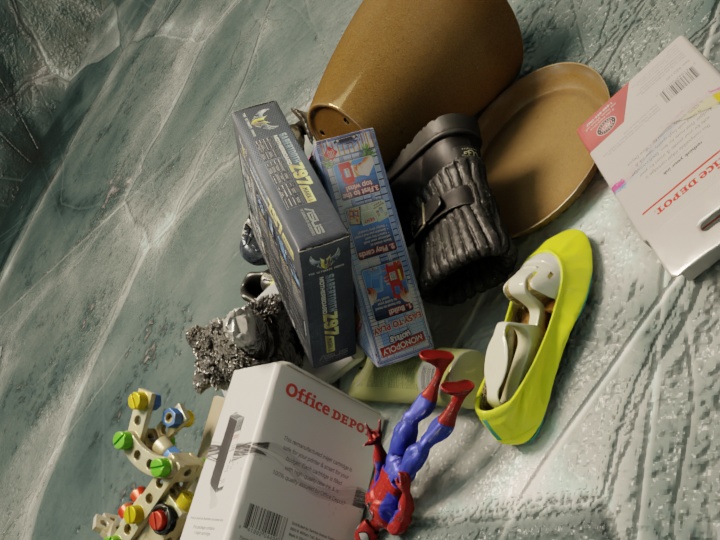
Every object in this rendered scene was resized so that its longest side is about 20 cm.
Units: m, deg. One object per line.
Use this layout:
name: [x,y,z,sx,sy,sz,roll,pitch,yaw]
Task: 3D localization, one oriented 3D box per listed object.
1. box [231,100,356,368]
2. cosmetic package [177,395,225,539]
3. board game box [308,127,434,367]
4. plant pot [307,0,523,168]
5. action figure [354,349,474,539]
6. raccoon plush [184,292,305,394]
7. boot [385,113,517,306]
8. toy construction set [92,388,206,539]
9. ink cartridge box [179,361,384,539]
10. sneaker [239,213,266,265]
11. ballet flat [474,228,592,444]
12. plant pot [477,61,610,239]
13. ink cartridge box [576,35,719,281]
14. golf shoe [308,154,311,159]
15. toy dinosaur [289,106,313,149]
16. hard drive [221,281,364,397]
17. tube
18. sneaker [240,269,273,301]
box: [-0.062,-0.036,0.802,0.050,0.159,0.201,-18,49,-13]
cosmetic package: [-0.129,0.242,0.895,0.103,0.072,0.203,0,71,53]
board game box: [0.000,0.000,0.835,0.200,0.061,0.203,121,132,-70]
plant pot: [0.039,-0.200,0.897,0.200,0.187,0.185,-48,27,-23]
action figure: [0.035,0.164,0.744,0.066,0.051,0.203,50,130,45]
raccoon plush: [-0.141,0.066,0.875,0.132,0.200,0.098,-9,64,12]
boot: [0.066,-0.031,0.840,0.211,0.078,0.160,127,137,-55]
toy construction set: [-0.226,0.235,0.887,0.131,0.091,0.202,43,118,30]
ink cartridge box: [-0.072,0.207,0.803,0.083,0.143,0.203,-13,53,48]
sneaker: [-0.075,-0.040,0.997,0.200,0.077,0.087,-38,-20,-53]
ballet flat: [0.142,0.044,0.718,0.066,0.067,0.203,-3,61,53]
plant pot: [0.168,-0.113,0.852,0.199,0.027,0.202,-34,40,33]
ink cartridge box: [0.258,-0.078,0.661,0.116,0.067,0.202,-42,34,24]
golf shoe: [0.017,-0.129,0.977,0.199,0.076,0.091,-38,40,-25]
toy dinosaur: [-0.105,-0.148,1.169,0.102,0.076,0.202,-35,32,56]
hard drive: [-0.091,0.092,0.971,0.200,0.026,0.133,-41,65,32]
tube: [0.049,0.099,0.826,0.199,0.057,0.053,-7,101,59]
sneaker: [-0.071,0.027,1.009,0.198,0.084,0.076,-18,49,46]
